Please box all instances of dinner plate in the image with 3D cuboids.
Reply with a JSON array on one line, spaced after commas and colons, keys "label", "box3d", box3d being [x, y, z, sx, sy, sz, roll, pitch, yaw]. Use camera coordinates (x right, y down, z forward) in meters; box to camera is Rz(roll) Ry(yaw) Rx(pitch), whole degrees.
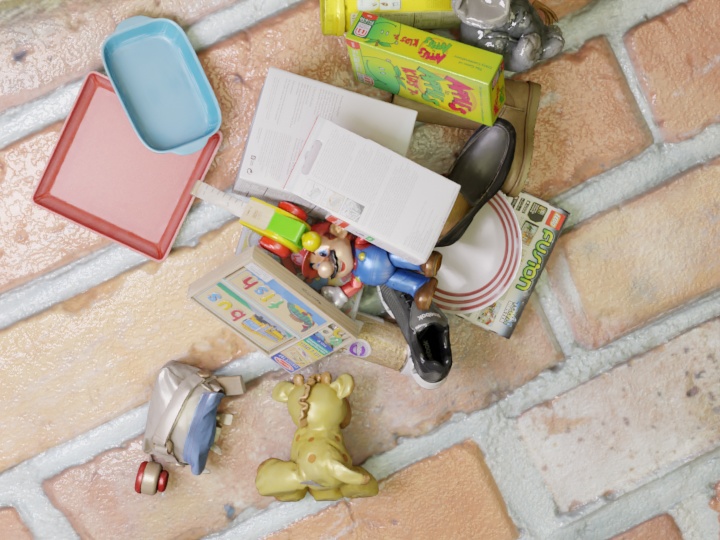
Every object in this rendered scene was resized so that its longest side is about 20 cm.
[{"label": "dinner plate", "box3d": [0.132, -0.040, 1.763, 0.200, 0.024, 0.201, 4, 99, 25]}]

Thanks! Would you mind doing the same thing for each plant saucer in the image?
[{"label": "plant saucer", "box3d": [-0.316, -0.141, 1.733, 0.199, 0.037, 0.200, 25, 98, -9]}]

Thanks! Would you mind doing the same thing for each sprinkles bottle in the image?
[{"label": "sprinkles bottle", "box3d": [-0.002, 0.090, 1.788, 0.200, 0.068, 0.068, 18, 98, -8]}]

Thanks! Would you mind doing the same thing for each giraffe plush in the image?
[{"label": "giraffe plush", "box3d": [-0.062, 0.229, 1.776, 0.172, 0.200, 0.163, -1, 72, -1]}]

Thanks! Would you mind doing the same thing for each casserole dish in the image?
[{"label": "casserole dish", "box3d": [-0.265, -0.240, 1.688, 0.121, 0.039, 0.200, -24, 86, -20]}]

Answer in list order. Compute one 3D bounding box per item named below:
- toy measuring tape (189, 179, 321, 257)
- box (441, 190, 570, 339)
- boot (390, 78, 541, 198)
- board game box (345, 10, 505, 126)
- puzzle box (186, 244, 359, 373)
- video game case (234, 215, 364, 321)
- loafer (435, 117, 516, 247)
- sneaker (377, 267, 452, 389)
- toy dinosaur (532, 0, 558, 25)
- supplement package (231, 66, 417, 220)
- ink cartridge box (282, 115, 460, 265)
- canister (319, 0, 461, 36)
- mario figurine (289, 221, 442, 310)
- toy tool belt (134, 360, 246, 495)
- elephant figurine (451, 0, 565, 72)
[{"label": "toy measuring tape", "box3d": [-0.131, -0.066, 1.670, 0.200, 0.074, 0.074, 24, 99, 26]}, {"label": "box", "box3d": [0.203, -0.015, 1.802, 0.110, 0.035, 0.200, 24, 97, -9]}, {"label": "boot", "box3d": [0.136, -0.200, 1.740, 0.200, 0.066, 0.176, 11, 76, -8]}, {"label": "board game box", "box3d": [0.085, -0.260, 1.642, 0.200, 0.102, 0.048, 21, 69, 17]}, {"label": "puzzle box", "box3d": [-0.116, 0.055, 1.696, 0.133, 0.025, 0.200, -29, 125, 35]}, {"label": "video game case", "box3d": [-0.074, -0.031, 1.747, 0.182, 0.023, 0.200, 17, 78, -8]}, {"label": "loafer", "box3d": [0.142, -0.110, 1.688, 0.073, 0.072, 0.200, 31, 113, 9]}, {"label": "sneaker", "box3d": [0.080, 0.059, 1.730, 0.066, 0.091, 0.200, -18, 80, -18]}, {"label": "toy dinosaur", "box3d": [0.207, -0.350, 1.720, 0.106, 0.060, 0.200, 9, 79, -29]}, {"label": "supplement package", "box3d": [-0.051, -0.154, 1.680, 0.200, 0.151, 0.152, 16, 83, -8]}, {"label": "ink cartridge box", "box3d": [0.012, -0.099, 1.585, 0.200, 0.050, 0.109, 26, 82, -7]}, {"label": "canister", "box3d": [0.047, -0.389, 1.694, 0.200, 0.087, 0.149, -2, 102, -6]}, {"label": "mario figurine", "box3d": [0.000, 0.000, 1.675, 0.200, 0.106, 0.124, 13, 85, 11]}, {"label": "toy tool belt", "box3d": [-0.235, 0.228, 1.766, 0.123, 0.125, 0.200, 13, 100, 1]}, {"label": "elephant figurine", "box3d": [0.173, -0.359, 1.612, 0.155, 0.141, 0.200, -33, 118, -19]}]
